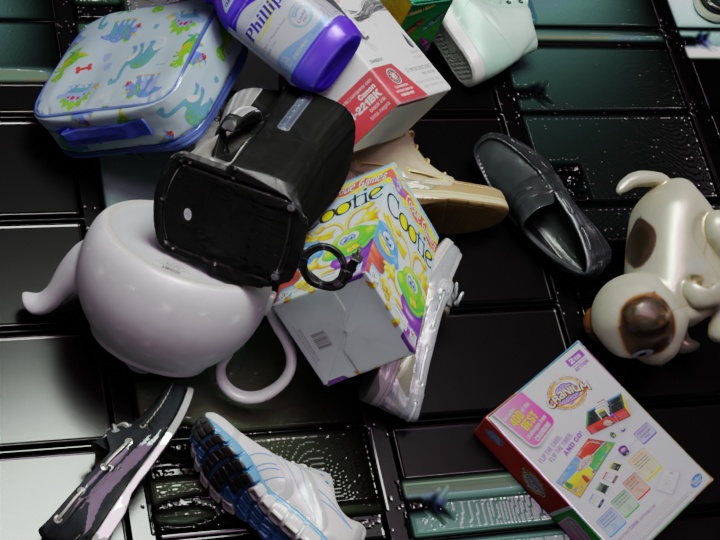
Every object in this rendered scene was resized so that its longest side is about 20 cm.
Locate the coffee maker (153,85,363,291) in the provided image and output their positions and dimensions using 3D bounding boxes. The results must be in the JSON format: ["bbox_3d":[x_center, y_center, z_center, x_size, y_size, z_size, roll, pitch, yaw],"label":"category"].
[{"bbox_3d":[-0.075,-0.073,1.574,0.192,0.135,0.200,40,32,-4],"label":"coffee maker"}]

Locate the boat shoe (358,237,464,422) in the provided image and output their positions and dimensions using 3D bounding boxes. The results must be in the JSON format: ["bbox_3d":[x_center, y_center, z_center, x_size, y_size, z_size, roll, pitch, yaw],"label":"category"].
[{"bbox_3d":[0.062,0.058,1.703,0.065,0.074,0.202,29,59,-8],"label":"boat shoe"}]

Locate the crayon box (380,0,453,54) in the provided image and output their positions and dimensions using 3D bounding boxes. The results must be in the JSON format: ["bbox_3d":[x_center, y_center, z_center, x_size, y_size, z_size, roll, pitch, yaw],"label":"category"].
[{"bbox_3d":[0.026,-0.346,1.906,0.058,0.119,0.200,-13,65,-25],"label":"crayon box"}]

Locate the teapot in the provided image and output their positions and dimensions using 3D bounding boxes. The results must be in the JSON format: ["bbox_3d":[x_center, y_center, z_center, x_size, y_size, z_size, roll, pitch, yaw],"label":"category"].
[{"bbox_3d":[-0.183,0.036,1.591,0.197,0.146,0.200,0,31,-42],"label":"teapot"}]

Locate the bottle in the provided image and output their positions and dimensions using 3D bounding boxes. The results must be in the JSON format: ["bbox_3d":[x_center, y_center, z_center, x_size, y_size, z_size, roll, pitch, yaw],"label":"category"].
[{"bbox_3d":[-0.095,-0.258,1.617,0.200,0.084,0.065,40,13,11],"label":"bottle"}]

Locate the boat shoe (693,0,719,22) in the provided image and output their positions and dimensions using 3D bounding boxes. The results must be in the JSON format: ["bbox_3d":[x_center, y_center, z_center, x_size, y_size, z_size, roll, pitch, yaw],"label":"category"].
[{"bbox_3d":[0.464,-0.408,2.125,0.074,0.066,0.200,22,55,-4],"label":"boat shoe"}]

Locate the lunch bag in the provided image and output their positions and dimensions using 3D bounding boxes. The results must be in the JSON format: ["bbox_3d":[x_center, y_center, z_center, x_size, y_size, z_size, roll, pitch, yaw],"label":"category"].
[{"bbox_3d":[-0.223,-0.189,1.688,0.082,0.200,0.161,55,45,-38],"label":"lunch bag"}]

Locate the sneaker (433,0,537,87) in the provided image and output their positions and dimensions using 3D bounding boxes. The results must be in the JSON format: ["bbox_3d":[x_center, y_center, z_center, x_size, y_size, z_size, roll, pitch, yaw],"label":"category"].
[{"bbox_3d":[0.126,-0.318,1.948,0.118,0.074,0.201,-25,80,-23],"label":"sneaker"}]

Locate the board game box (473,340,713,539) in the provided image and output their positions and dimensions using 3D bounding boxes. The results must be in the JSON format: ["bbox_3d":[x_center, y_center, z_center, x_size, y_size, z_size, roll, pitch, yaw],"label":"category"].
[{"bbox_3d":[0.237,0.189,1.698,0.153,0.040,0.200,-35,75,-32],"label":"board game box"}]

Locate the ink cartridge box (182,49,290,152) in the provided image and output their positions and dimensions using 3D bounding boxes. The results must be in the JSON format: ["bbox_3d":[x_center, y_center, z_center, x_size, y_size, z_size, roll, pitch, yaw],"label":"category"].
[{"bbox_3d":[-0.109,-0.165,1.769,0.145,0.084,0.200,9,57,-13],"label":"ink cartridge box"}]

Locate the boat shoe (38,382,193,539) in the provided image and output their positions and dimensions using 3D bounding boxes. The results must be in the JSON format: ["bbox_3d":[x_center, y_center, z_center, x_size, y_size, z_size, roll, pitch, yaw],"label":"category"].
[{"bbox_3d":[-0.221,0.174,1.530,0.060,0.076,0.200,33,54,-4],"label":"boat shoe"}]

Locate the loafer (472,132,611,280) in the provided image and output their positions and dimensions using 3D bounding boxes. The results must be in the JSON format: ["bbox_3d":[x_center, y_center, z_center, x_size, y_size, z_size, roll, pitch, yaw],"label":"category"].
[{"bbox_3d":[0.194,-0.072,1.818,0.201,0.068,0.070,49,21,11],"label":"loafer"}]

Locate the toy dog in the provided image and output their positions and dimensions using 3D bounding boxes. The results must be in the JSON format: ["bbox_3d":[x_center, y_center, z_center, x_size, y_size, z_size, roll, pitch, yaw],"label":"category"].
[{"bbox_3d":[0.324,0.010,1.768,0.194,0.139,0.200,48,63,-25],"label":"toy dog"}]

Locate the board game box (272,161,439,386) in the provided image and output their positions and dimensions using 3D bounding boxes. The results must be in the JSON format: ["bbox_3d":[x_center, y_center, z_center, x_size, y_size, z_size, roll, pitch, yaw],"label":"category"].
[{"bbox_3d":[0.000,0.000,1.635,0.105,0.103,0.200,58,25,-26],"label":"board game box"}]

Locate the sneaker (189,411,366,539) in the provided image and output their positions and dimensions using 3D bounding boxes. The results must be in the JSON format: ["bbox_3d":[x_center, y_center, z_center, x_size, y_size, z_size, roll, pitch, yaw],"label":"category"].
[{"bbox_3d":[-0.076,0.203,1.573,0.200,0.075,0.087,47,49,3],"label":"sneaker"}]

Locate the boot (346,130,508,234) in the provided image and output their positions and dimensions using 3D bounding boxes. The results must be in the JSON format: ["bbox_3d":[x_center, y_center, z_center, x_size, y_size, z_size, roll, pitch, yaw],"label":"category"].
[{"bbox_3d":[0.058,-0.121,1.811,0.200,0.073,0.156,3,58,-13],"label":"boot"}]

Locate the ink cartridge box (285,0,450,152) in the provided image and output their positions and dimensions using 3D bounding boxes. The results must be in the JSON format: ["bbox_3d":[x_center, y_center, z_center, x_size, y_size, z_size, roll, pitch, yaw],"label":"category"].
[{"bbox_3d":[-0.021,-0.228,1.709,0.200,0.084,0.144,51,27,7],"label":"ink cartridge box"}]
